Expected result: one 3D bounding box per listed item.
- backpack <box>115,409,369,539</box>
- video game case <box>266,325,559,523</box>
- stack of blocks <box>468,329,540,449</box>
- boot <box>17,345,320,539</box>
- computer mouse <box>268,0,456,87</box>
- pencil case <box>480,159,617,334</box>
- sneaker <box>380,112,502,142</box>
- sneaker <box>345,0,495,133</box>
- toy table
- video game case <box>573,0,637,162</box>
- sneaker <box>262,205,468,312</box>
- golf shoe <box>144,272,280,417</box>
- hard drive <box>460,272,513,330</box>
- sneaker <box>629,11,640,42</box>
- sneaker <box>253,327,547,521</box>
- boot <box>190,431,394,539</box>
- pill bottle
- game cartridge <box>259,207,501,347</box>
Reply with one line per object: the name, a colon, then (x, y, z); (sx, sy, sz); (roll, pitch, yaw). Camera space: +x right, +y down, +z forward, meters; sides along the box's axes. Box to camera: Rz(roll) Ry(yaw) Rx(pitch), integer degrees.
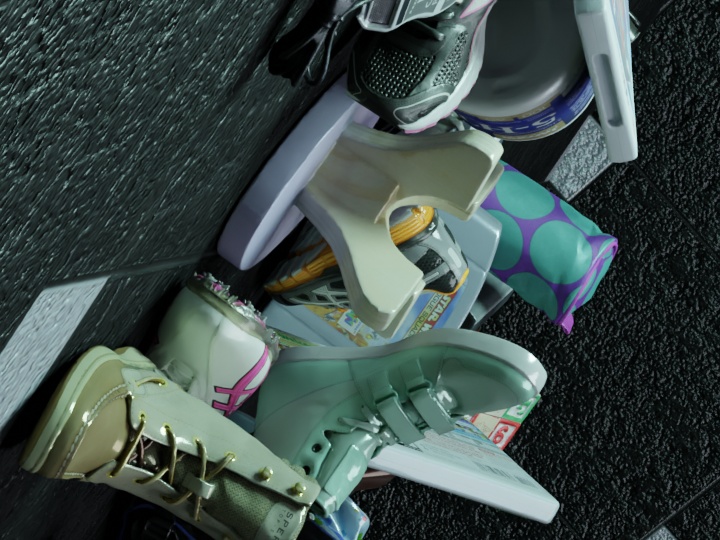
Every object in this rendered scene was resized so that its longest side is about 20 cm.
backpack: (-0.092, 0.218, 1.872); (0.147, 0.183, 0.200); (-50, 177, -28)
video game case: (0.022, 0.106, 1.693); (0.200, 0.182, 0.022); (21, 103, -40)
stack of blocks: (0.041, 0.055, 1.949); (0.115, 0.200, 0.059); (18, 112, -47)
boot: (-0.103, 0.113, 1.357); (0.072, 0.154, 0.200); (-56, 174, 8)
computer mouse: (0.017, -0.169, 1.332); (0.200, 0.044, 0.110); (-31, 151, -61)
pencil case: (0.103, -0.038, 1.914); (0.093, 0.200, 0.085); (-62, 171, 29)
sneaker: (0.067, -0.129, 1.778); (0.199, 0.079, 0.130); (-22, 137, -57)
sneaker: (0.052, -0.180, 1.456); (0.200, 0.080, 0.086); (-61, 165, -25)
toy table: (0.007, -0.044, 1.550); (0.200, 0.117, 0.184); (-52, 173, -35)
video game case: (0.155, -0.200, 1.546); (0.182, 0.023, 0.201); (66, 21, -60)
sneaker: (0.000, 0.000, 1.717); (0.200, 0.077, 0.078); (-16, -148, 56)
golf shoe: (-0.104, 0.069, 1.505); (0.092, 0.072, 0.200); (-51, 173, -21)
hard drive: (0.052, -0.005, 1.973); (0.033, 0.139, 0.200); (-56, 174, 15)
sneaker: (0.181, -0.235, 1.864); (0.076, 0.115, 0.201); (-52, 173, -25)
sneaker: (0.020, 0.105, 1.509); (0.074, 0.200, 0.119); (52, 41, -43)
boot: (-0.035, 0.144, 1.648); (0.199, 0.186, 0.065); (1, 109, -34)
pill bottle: (0.105, -0.152, 1.639); (0.120, 0.119, 0.200); (-55, 168, 3)
game cartridge: (0.015, 0.015, 1.835); (0.200, 0.133, 0.042); (-55, 180, -10)
